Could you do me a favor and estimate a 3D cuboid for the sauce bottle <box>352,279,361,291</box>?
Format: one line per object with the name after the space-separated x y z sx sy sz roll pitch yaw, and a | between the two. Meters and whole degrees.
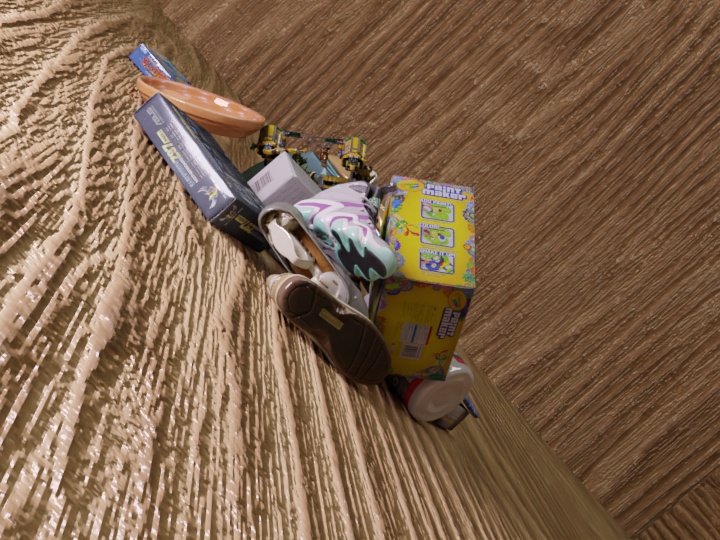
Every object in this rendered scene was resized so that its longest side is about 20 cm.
-0.032 0.007 1.820 0.066 0.066 0.200 47 3 -19 | sauce bottle

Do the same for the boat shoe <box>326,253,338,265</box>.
-0.058 0.014 1.478 0.072 0.068 0.200 48 7 -4 | boat shoe

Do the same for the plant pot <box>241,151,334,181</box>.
-0.100 -0.121 1.797 0.200 0.135 0.200 48 5 -6 | plant pot

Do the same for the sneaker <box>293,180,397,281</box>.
0.008 -0.070 1.398 0.199 0.140 0.078 29 -36 39 | sneaker

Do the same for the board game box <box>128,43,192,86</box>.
-0.333 -0.330 1.911 0.136 0.034 0.200 49 5 -1 | board game box

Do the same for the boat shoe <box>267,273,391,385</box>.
-0.038 0.065 1.315 0.200 0.072 0.076 48 -12 -31 | boat shoe

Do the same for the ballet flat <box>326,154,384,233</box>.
0.018 -0.123 1.741 0.201 0.063 0.069 56 5 19 | ballet flat

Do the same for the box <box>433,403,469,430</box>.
0.086 0.165 1.754 0.200 0.048 0.158 51 4 22 | box

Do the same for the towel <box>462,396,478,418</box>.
0.138 0.137 1.753 0.201 0.024 0.145 60 3 -44 | towel

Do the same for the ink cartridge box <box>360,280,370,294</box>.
0.051 0.031 1.818 0.161 0.047 0.200 60 11 31 | ink cartridge box

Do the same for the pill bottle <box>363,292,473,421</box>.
0.073 0.120 1.608 0.200 0.111 0.111 52 6 34 | pill bottle

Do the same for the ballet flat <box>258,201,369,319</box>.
-0.065 0.001 1.353 0.201 0.067 0.064 54 15 5 | ballet flat

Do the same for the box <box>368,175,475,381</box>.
0.080 0.012 1.487 0.201 0.121 0.194 102 -6 -47 | box

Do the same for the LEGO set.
-0.081 -0.129 1.634 0.198 0.154 0.117 13 51 -9 | LEGO set

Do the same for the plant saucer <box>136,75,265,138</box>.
-0.241 -0.241 1.600 0.198 0.038 0.200 18 13 -4 | plant saucer

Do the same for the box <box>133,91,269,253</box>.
-0.200 -0.127 1.412 0.200 0.051 0.158 52 5 22 | box

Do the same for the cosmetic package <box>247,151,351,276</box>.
-0.085 -0.063 1.579 0.200 0.113 0.081 44 13 -33 | cosmetic package

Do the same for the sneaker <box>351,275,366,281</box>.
0.000 0.000 1.687 0.201 0.108 0.067 34 -19 37 | sneaker
